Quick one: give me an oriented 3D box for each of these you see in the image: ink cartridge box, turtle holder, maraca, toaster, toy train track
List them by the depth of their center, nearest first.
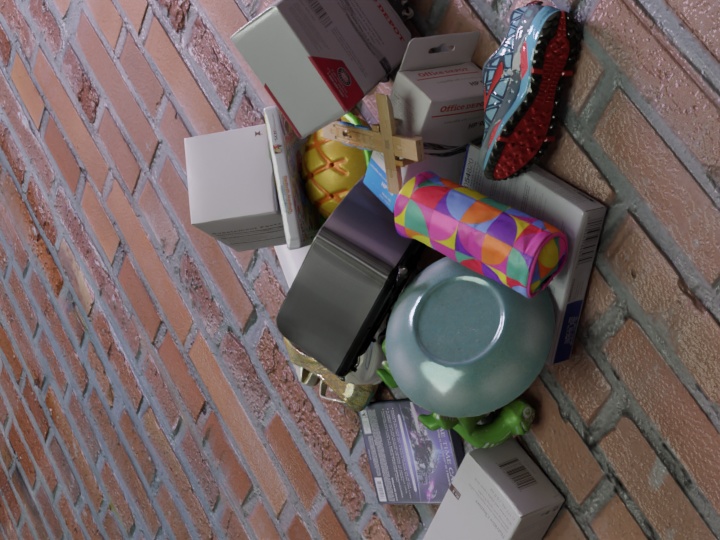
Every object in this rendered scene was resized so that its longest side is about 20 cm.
[{"bbox_3d":[0.183,-0.024,1.574,0.200,0.040,0.201,38,129,42],"label":"ink cartridge box"},{"bbox_3d":[0.020,-0.155,1.576,0.200,0.032,0.116,21,124,54],"label":"toy train track"},{"bbox_3d":[-0.040,-0.268,1.595,0.083,0.200,0.146,-27,104,38],"label":"ink cartridge box"},{"bbox_3d":[0.089,-0.173,1.597,0.068,0.115,0.201,47,135,34],"label":"ink cartridge box"},{"bbox_3d":[0.118,0.122,1.604,0.185,0.132,0.141,42,169,24],"label":"turtle holder"},{"bbox_3d":[0.000,0.000,1.661,0.118,0.181,0.201,30,126,3],"label":"toaster"},{"bbox_3d":[-0.021,-0.110,1.778,0.137,0.106,0.202,30,125,54],"label":"maraca"}]

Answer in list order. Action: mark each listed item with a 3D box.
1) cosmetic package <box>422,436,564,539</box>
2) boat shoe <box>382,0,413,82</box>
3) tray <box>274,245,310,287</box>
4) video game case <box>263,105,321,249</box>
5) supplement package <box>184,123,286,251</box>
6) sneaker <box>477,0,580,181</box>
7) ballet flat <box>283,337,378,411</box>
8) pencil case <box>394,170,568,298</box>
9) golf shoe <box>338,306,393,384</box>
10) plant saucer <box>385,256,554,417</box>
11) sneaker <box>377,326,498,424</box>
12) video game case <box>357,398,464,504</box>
[{"bbox_3d":[0.157,0.315,1.677,0.113,0.081,0.201,48,135,32],"label":"cosmetic package"},{"bbox_3d":[0.036,-0.325,1.696,0.062,0.073,0.201,21,120,1],"label":"boat shoe"},{"bbox_3d":[-0.086,-0.034,1.966,0.107,0.022,0.201,-38,69,51],"label":"tray"},{"bbox_3d":[-0.082,-0.125,1.819,0.023,0.200,0.183,-9,93,11],"label":"video game case"},{"bbox_3d":[-0.148,-0.108,1.841,0.200,0.119,0.122,39,-136,-74],"label":"supplement package"},{"bbox_3d":[0.174,-0.199,1.509,0.095,0.079,0.201,41,116,49],"label":"sneaker"},{"bbox_3d":[-0.052,0.143,1.925,0.199,0.070,0.071,27,121,45],"label":"ballet flat"},{"bbox_3d":[0.130,-0.041,1.502,0.199,0.088,0.089,28,123,32],"label":"pencil case"},{"bbox_3d":[-0.005,0.055,1.816,0.078,0.097,0.202,-17,85,57],"label":"golf shoe"},{"bbox_3d":[0.115,0.062,1.515,0.201,0.201,0.039,51,-179,33],"label":"plant saucer"},{"bbox_3d":[0.096,0.139,1.715,0.200,0.079,0.076,52,137,30],"label":"sneaker"},{"bbox_3d":[0.070,0.243,1.833,0.199,0.019,0.144,-13,89,54],"label":"video game case"}]
